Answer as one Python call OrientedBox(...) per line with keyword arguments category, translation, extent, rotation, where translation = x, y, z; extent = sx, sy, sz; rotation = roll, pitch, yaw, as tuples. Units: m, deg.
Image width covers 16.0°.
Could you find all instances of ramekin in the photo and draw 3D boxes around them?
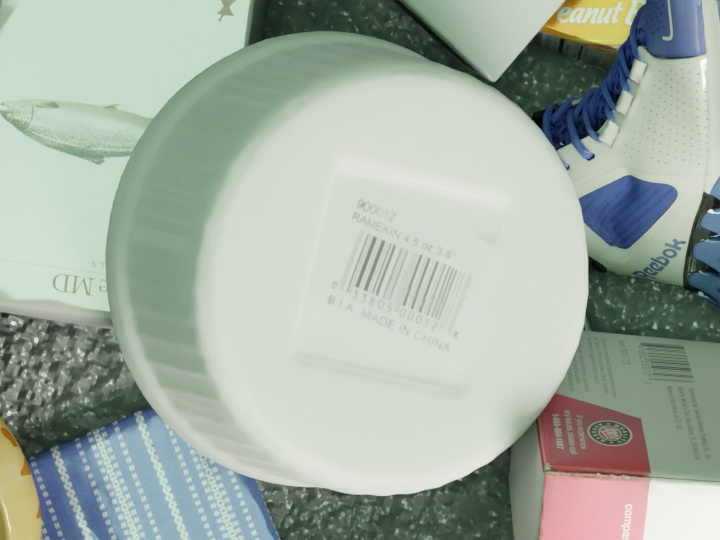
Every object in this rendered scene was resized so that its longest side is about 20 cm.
OrientedBox(category="ramekin", translation=(0.000, 0.000, 1.082), extent=(0.199, 0.098, 0.202), rotation=(-2, 97, -21))

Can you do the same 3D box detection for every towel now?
OrientedBox(category="towel", translation=(-0.133, 0.157, 1.209), extent=(0.199, 0.024, 0.145), rotation=(-22, 83, -1))

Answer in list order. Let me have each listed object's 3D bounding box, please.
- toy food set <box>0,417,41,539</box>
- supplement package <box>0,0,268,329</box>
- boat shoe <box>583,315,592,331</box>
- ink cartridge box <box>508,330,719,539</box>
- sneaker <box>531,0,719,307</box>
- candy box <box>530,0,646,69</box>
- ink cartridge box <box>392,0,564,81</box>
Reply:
OrientedBox(category="toy food set", translation=(-0.209, 0.045, 1.143), extent=(0.048, 0.200, 0.199), rotation=(-16, 98, -27))
OrientedBox(category="supplement package", translation=(-0.108, -0.074, 1.173), extent=(0.116, 0.117, 0.201), rotation=(7, 86, -1))
OrientedBox(category="boat shoe", translation=(0.035, -0.017, 1.187), extent=(0.073, 0.068, 0.200), rotation=(-37, 85, 0))
OrientedBox(category="ink cartridge box", translation=(0.170, 0.096, 1.119), extent=(0.199, 0.147, 0.083), rotation=(5, 112, -1))
OrientedBox(category="sneaker", translation=(0.121, -0.062, 1.147), extent=(0.114, 0.200, 0.081), rotation=(5, 43, 14))
OrientedBox(category="candy box", translation=(0.181, -0.136, 1.196), extent=(0.199, 0.055, 0.116), rotation=(19, 87, 5))
OrientedBox(category="ink cartridge box", translation=(0.041, -0.213, 1.122), extent=(0.200, 0.044, 0.174), rotation=(41, 91, -20))
